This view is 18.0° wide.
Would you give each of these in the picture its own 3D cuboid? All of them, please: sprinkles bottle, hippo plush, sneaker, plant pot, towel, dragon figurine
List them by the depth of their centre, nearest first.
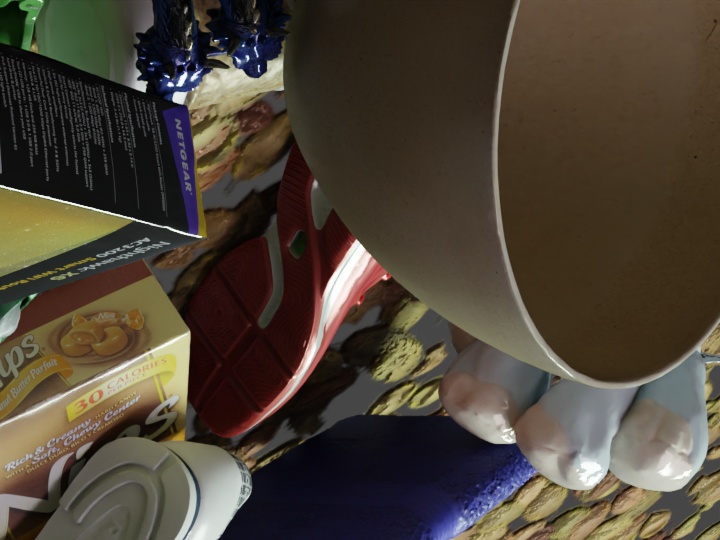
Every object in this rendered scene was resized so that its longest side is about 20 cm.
[{"bbox_3d":[-0.054,-0.143,0.736,0.059,0.099,0.200,-22,148,-27],"label":"dragon figurine"},{"bbox_3d":[0.052,-0.070,0.808,0.200,0.134,0.201,-19,115,-48],"label":"plant pot"},{"bbox_3d":[-0.025,-0.104,0.878,0.200,0.068,0.068,-17,149,-35],"label":"sprinkles bottle"},{"bbox_3d":[-0.130,0.156,1.060,0.200,0.076,0.080,-42,164,18],"label":"sneaker"},{"bbox_3d":[0.000,0.000,1.078,0.115,0.078,0.200,-7,143,-44],"label":"sneaker"},{"bbox_3d":[0.141,0.009,1.172,0.199,0.159,0.161,-8,135,-14],"label":"hippo plush"},{"bbox_3d":[-0.005,0.133,1.192,0.147,0.050,0.200,-1,-161,35],"label":"towel"}]

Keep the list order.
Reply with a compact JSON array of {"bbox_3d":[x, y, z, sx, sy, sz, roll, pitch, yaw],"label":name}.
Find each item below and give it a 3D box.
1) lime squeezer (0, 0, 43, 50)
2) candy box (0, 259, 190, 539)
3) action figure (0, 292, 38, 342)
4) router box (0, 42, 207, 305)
[{"bbox_3d":[-0.143,-0.088,0.795,0.071,0.038,0.200,-34,155,-6],"label":"lime squeezer"},{"bbox_3d":[-0.143,0.085,1.064,0.115,0.055,0.200,-26,154,-21],"label":"candy box"},{"bbox_3d":[-0.194,0.052,0.911,0.200,0.118,0.055,-43,124,-11],"label":"action figure"},{"bbox_3d":[-0.177,-0.019,0.755,0.200,0.052,0.157,-17,164,29],"label":"router box"}]
